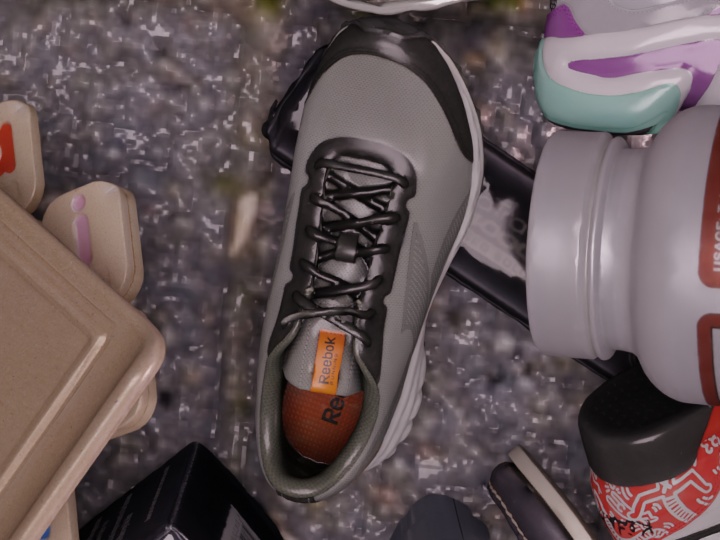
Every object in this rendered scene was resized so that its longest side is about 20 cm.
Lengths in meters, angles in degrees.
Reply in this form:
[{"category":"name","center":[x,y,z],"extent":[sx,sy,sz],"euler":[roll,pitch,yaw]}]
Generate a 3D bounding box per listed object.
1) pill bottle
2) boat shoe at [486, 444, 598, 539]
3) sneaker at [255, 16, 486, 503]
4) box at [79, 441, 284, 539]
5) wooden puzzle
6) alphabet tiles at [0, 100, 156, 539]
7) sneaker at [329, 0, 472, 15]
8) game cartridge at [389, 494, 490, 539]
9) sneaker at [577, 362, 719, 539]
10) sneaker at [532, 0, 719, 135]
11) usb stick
[{"category":"pill bottle","center":[0.166,-0.004,1.022],"extent":[0.199,0.112,0.113],"euler":[4,96,15]},{"category":"boat shoe","center":[0.093,0.167,1.121],"extent":[0.062,0.073,0.201],"euler":[-28,98,2]},{"category":"sneaker","center":[0.000,0.000,1.080],"extent":[0.074,0.079,0.201],"euler":[13,112,10]},{"category":"box","center":[-0.114,0.178,1.092],"extent":[0.200,0.148,0.104],"euler":[-38,97,7]},{"category":"wooden puzzle","center":[-0.180,0.047,1.046],"extent":[0.200,0.037,0.185],"euler":[41,101,29]},{"category":"alphabet tiles","center":[-0.162,0.041,1.092],"extent":[0.199,0.015,0.197],"euler":[-21,67,30]},{"category":"sneaker","center":[-0.033,-0.143,1.076],"extent":[0.199,0.116,0.074],"euler":[7,98,3]},{"category":"game cartridge","center":[-0.004,0.191,1.097],"extent":[0.040,0.133,0.201],"euler":[25,96,-8]},{"category":"sneaker","center":[0.186,0.065,1.115],"extent":[0.200,0.067,0.108],"euler":[-24,120,-13]},{"category":"sneaker","center":[0.171,-0.116,1.086],"extent":[0.199,0.078,0.141],"euler":[6,96,2]},{"category":"usb stick","center":[0.052,-0.019,1.124],"extent":[0.199,0.033,0.056],"euler":[34,93,0]}]
